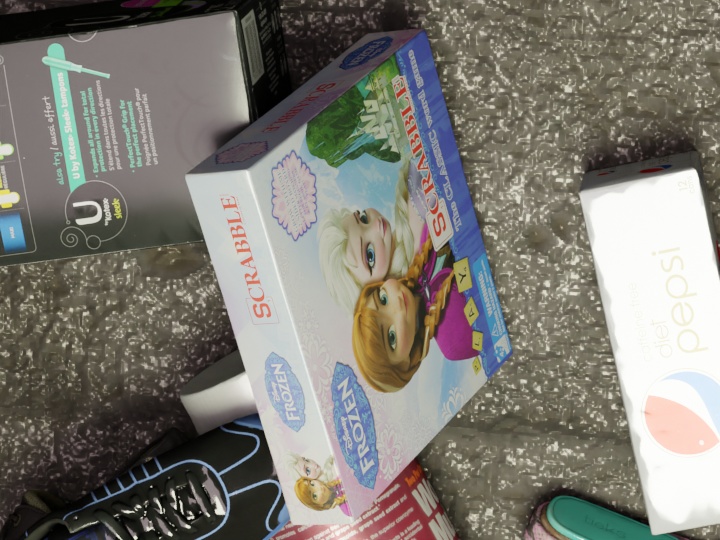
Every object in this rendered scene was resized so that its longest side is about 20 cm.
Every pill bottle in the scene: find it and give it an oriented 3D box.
[{"bbox_3d":[-0.015,0.134,1.561,0.109,0.110,0.200,-26,98,11],"label":"pill bottle"}]

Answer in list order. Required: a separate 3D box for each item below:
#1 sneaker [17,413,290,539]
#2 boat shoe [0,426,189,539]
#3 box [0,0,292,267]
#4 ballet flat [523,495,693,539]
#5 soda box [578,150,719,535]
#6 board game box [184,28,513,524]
[{"bbox_3d":[-0.113,0.140,1.498,0.200,0.078,0.070,-32,84,26],"label":"sneaker"},{"bbox_3d":[-0.174,0.155,1.609,0.201,0.072,0.066,-28,92,6],"label":"boat shoe"},{"bbox_3d":[-0.143,-0.079,1.511,0.199,0.149,0.125,-8,102,8],"label":"box"},{"bbox_3d":[0.187,0.186,1.577,0.200,0.069,0.071,16,121,7],"label":"ballet flat"},{"bbox_3d":[0.174,0.040,1.542,0.068,0.064,0.200,-11,100,10],"label":"soda box"},{"bbox_3d":[0.000,0.000,1.471,0.041,0.200,0.200,-4,114,32],"label":"board game box"}]
